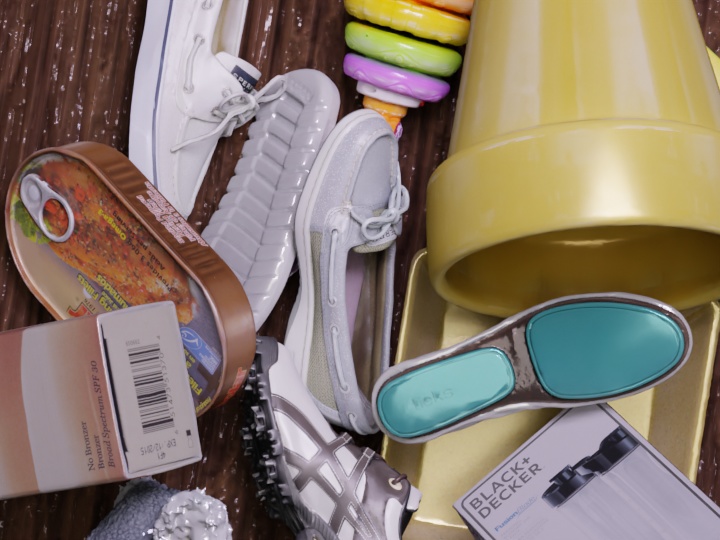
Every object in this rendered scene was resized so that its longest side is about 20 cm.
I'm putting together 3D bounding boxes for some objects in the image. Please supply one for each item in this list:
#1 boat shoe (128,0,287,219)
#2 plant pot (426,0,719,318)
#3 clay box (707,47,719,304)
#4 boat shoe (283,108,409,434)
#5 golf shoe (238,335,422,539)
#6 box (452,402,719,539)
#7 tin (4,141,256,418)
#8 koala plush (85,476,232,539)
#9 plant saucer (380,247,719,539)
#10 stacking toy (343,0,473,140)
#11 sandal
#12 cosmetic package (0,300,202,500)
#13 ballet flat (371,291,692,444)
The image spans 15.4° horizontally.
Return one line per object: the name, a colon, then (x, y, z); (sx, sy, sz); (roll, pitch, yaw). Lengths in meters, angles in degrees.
boat shoe: (-0.091, -0.117, 1.672); (0.086, 0.075, 0.202); (5, 79, 14)
plant pot: (0.137, -0.085, 1.593); (0.201, 0.201, 0.189); (-1, 72, -4)
clay box: (0.198, -0.083, 1.703); (0.200, 0.048, 0.115); (43, 85, -1)
boat shoe: (-0.001, 0.001, 1.644); (0.065, 0.074, 0.202); (19, 107, 30)
golf shoe: (-0.015, 0.130, 1.624); (0.094, 0.078, 0.200); (-14, 76, -13)
box: (0.156, 0.171, 1.567); (0.117, 0.200, 0.060); (-39, 131, -4)
tin: (-0.142, 0.006, 1.636); (0.200, 0.042, 0.112); (47, 125, 19)
koala plush: (-0.122, 0.224, 1.611); (0.184, 0.177, 0.200); (4, 85, -15)
plant saucer: (0.114, 0.099, 1.685); (0.200, 0.048, 0.200); (10, 85, -3)
stacking toy: (0.026, -0.144, 1.679); (0.110, 0.116, 0.200); (16, 97, 0)
sandal: (-0.054, -0.028, 1.680); (0.050, 0.082, 0.203); (29, 81, -44)
cosmetic package: (-0.206, 0.085, 1.600); (0.200, 0.087, 0.103); (-13, 89, 30)
ballet flat: (0.103, 0.056, 1.620); (0.200, 0.069, 0.069); (-17, 87, 9)
